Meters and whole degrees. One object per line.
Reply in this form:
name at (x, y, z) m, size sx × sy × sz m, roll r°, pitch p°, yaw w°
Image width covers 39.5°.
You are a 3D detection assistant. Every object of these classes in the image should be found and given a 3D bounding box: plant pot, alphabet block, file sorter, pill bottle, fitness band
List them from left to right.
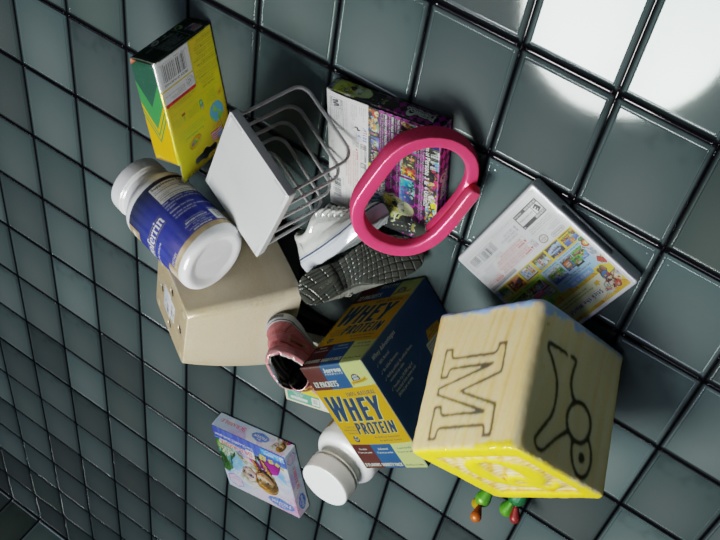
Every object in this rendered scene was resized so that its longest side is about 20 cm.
pill bottle at (-0.280, -0.075, 1.506) m, size 0.200 × 0.115 × 0.117 m, roll 41°, pitch 145°, yaw 25°
plant pot at (-0.222, 0.039, 1.606) m, size 0.202 × 0.175 × 0.201 m, roll 60°, pitch 152°, yaw 29°
file sorter at (-0.116, -0.141, 1.410) m, size 0.140 × 0.124 × 0.200 m, roll 55°, pitch 152°, yaw 8°
pill bottle at (-0.007, 0.293, 1.701) m, size 0.113 × 0.200 × 0.116 m, roll 24°, pitch 139°, yaw 23°
fitness band at (0.071, -0.102, 1.308) m, size 0.142 × 0.038 × 0.201 m, roll 24°, pitch 127°, yaw -21°
alphabet block at (0.212, 0.178, 1.344) m, size 0.194 × 0.203 × 0.195 m, roll 32°, pitch 152°, yaw -31°

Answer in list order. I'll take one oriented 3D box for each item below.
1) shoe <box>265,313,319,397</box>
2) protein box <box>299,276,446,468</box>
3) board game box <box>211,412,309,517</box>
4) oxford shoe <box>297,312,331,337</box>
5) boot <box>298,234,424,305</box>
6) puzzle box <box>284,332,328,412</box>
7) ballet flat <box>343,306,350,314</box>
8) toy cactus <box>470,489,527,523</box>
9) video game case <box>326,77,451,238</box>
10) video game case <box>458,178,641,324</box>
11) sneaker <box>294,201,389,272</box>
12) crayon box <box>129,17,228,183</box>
shoe at (-0.081, 0.163, 1.550) m, size 0.071 × 0.092 × 0.201 m, roll -26°, pitch 122°, yaw 20°
protein box at (0.053, 0.155, 1.515) m, size 0.134 × 0.199 × 0.202 m, roll -12°, pitch 118°, yaw 45°
board game box at (-0.212, 0.415, 2.134) m, size 0.197 × 0.041 × 0.202 m, roll 18°, pitch 136°, yaw 30°
oxford shoe at (-0.051, 0.143, 1.704) m, size 0.198 × 0.071 × 0.073 m, roll 31°, pitch 140°, yaw 17°
boot at (0.000, 0.000, 1.511) m, size 0.131 × 0.197 × 0.069 m, roll 16°, pitch -125°, yaw -85°
puzzle box at (-0.053, 0.174, 1.664) m, size 0.198 × 0.025 × 0.135 m, roll 12°, pitch 121°, yaw 36°
ballet flat at (0.030, 0.150, 1.642) m, size 0.201 × 0.064 × 0.067 m, roll 52°, pitch 142°, yaw -11°
toy cactus at (0.243, 0.339, 1.619) m, size 0.162 × 0.103 × 0.203 m, roll 0°, pitch 121°, yaw 28°
video game case at (0.036, -0.147, 1.373) m, size 0.179 × 0.036 × 0.202 m, roll 24°, pitch 139°, yaw 24°
video game case at (0.245, -0.006, 1.333) m, size 0.182 × 0.023 × 0.200 m, roll 43°, pitch 142°, yaw 1°
sneaker at (-0.037, -0.061, 1.438) m, size 0.199 × 0.073 × 0.072 m, roll -31°, pitch 87°, yaw 46°
crayon box at (-0.257, -0.247, 1.467) m, size 0.050 × 0.127 × 0.202 m, roll 19°, pitch 136°, yaw 27°
